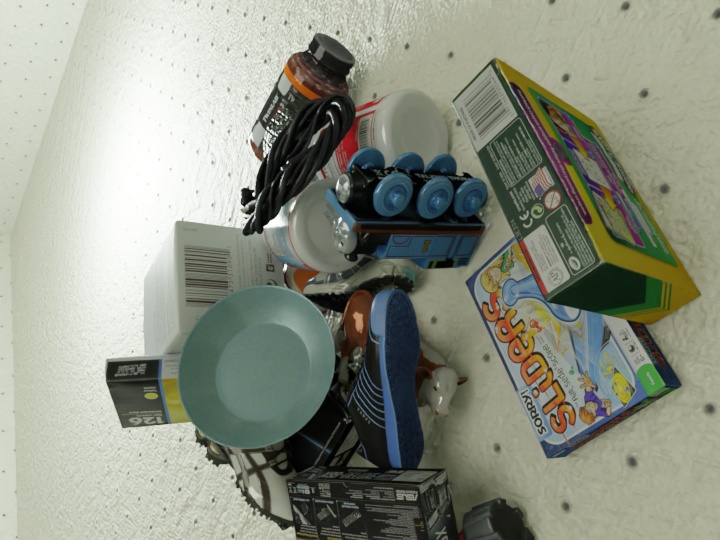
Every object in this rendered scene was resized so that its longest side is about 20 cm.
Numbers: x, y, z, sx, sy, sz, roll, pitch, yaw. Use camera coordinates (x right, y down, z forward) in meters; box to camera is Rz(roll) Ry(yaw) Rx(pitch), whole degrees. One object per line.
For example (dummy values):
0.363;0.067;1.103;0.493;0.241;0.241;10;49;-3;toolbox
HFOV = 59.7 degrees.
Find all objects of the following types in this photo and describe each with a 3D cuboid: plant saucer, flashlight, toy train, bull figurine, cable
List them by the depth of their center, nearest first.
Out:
0.084;0.295;0.664;0.200;0.067;0.069;-46;61;39;flashlight
0.053;-0.061;0.677;0.087;0.196;0.116;48;130;43;toy train
-0.082;-0.131;0.746;0.199;0.051;0.164;-43;21;19;cable
0.039;0.114;0.750;0.200;0.064;0.123;48;122;36;bull figurine
-0.123;0.118;0.765;0.195;0.039;0.206;-4;62;7;plant saucer

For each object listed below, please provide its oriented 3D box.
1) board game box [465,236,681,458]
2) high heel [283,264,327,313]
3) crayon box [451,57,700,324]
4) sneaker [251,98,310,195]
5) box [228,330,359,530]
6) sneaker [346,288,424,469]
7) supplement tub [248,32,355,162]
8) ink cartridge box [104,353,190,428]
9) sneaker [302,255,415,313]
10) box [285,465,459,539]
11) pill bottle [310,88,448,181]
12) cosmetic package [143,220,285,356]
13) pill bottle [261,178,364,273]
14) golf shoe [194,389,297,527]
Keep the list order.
0.191;0.054;0.603;0.136;0.034;0.203;-47;49;35;board game box
-0.104;0.007;0.978;0.201;0.066;0.097;53;151;28;high heel
0.180;-0.062;0.529;0.058;0.170;0.204;-40;54;34;crayon box
-0.100;-0.153;0.926;0.076;0.089;0.203;51;127;42;sneaker
-0.087;0.206;0.842;0.163;0.085;0.202;41;114;25;box
0.019;0.119;0.676;0.077;0.069;0.206;4;102;38;sneaker
-0.087;-0.253;0.956;0.201;0.105;0.108;-54;46;30;supplement tub
-0.253;0.186;0.913;0.202;0.192;0.048;101;161;-50;ink cartridge box
0.000;0.000;0.839;0.197;0.077;0.088;-17;56;43;sneaker
0.014;0.292;0.655;0.197;0.049;0.162;-15;85;41;box
0.009;-0.154;0.811;0.198;0.110;0.115;-3;80;51;pill bottle
-0.220;0.053;0.934;0.199;0.162;0.169;-38;54;51;cosmetic package
-0.067;-0.057;0.818;0.199;0.106;0.112;-173;91;-67;pill bottle
-0.116;0.224;0.765;0.198;0.077;0.096;36;101;18;golf shoe
